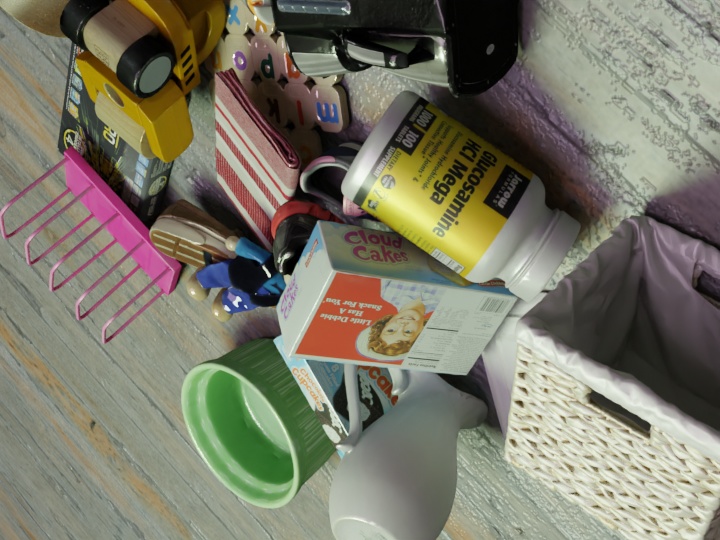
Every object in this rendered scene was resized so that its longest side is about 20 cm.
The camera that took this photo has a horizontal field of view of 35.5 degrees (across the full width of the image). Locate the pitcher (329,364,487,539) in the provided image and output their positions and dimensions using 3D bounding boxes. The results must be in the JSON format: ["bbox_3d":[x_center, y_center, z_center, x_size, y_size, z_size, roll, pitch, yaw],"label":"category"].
[{"bbox_3d":[0.028,0.180,1.139,0.171,0.201,0.121,38,141,-10],"label":"pitcher"}]

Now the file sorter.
[{"bbox_3d":[-0.341,-0.024,1.413,0.200,0.125,0.139,47,161,1],"label":"file sorter"}]

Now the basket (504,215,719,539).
[{"bbox_3d":[0.246,0.093,0.913,0.197,0.200,0.162,31,138,28],"label":"basket"}]

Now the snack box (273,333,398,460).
[{"bbox_3d":[0.001,0.132,1.230,0.037,0.116,0.201,-27,95,49],"label":"snack box"}]

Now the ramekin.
[{"bbox_3d":[-0.119,0.182,1.392,0.199,0.097,0.202,23,129,33],"label":"ramekin"}]

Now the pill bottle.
[{"bbox_3d":[0.091,-0.062,1.006,0.199,0.113,0.113,33,136,0],"label":"pill bottle"}]

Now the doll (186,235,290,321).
[{"bbox_3d":[-0.107,0.014,1.239,0.136,0.049,0.199,43,148,-24],"label":"doll"}]

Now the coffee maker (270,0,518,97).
[{"bbox_3d":[0.030,-0.257,0.976,0.199,0.134,0.194,15,101,37],"label":"coffee maker"}]

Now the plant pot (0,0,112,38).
[{"bbox_3d":[-0.278,-0.371,1.170,0.199,0.187,0.188,-21,99,34],"label":"plant pot"}]

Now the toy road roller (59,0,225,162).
[{"bbox_3d":[-0.216,-0.230,1.205,0.123,0.146,0.201,40,157,18],"label":"toy road roller"}]

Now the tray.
[{"bbox_3d":[0.166,0.115,1.131,0.107,0.022,0.202,1,114,43],"label":"tray"}]

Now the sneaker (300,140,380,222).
[{"bbox_3d":[0.028,-0.065,1.109,0.199,0.082,0.071,23,125,32],"label":"sneaker"}]

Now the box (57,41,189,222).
[{"bbox_3d":[-0.296,-0.178,1.382,0.161,0.049,0.201,41,137,14],"label":"box"}]

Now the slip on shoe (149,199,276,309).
[{"bbox_3d":[-0.150,-0.021,1.329,0.198,0.061,0.076,24,147,11],"label":"slip on shoe"}]

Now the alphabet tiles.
[{"bbox_3d":[-0.093,-0.202,1.194,0.199,0.015,0.198,11,119,40],"label":"alphabet tiles"}]

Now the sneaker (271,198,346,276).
[{"bbox_3d":[0.000,0.000,1.121,0.199,0.098,0.071,20,125,-5],"label":"sneaker"}]

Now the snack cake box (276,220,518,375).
[{"bbox_3d":[0.034,0.030,1.065,0.115,0.198,0.068,-60,33,36],"label":"snack cake box"}]

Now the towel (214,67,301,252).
[{"bbox_3d":[-0.111,-0.106,1.212,0.144,0.023,0.201,53,158,21],"label":"towel"}]

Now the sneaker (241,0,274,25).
[{"bbox_3d":[-0.101,-0.341,1.076,0.077,0.078,0.202,36,130,52],"label":"sneaker"}]
